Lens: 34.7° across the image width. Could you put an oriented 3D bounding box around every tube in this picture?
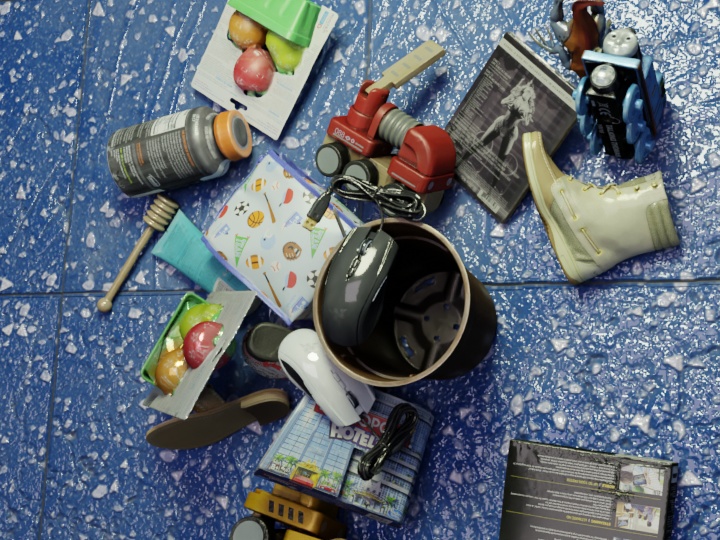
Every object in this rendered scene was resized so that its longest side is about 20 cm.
[{"bbox_3d":[-0.223,-0.007,1.663,0.200,0.050,0.078,37,92,30],"label":"tube"}]

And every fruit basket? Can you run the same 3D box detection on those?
[{"bbox_3d":[-0.140,-0.318,1.676,0.185,0.094,0.200,33,109,26],"label":"fruit basket"},{"bbox_3d":[-0.209,0.110,1.523,0.200,0.094,0.186,3,61,60],"label":"fruit basket"}]

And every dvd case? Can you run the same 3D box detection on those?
[{"bbox_3d":[0.189,-0.184,1.493,0.149,0.016,0.200,47,122,24],"label":"dvd case"}]

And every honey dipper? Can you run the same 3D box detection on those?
[{"bbox_3d":[-0.339,-0.023,1.720,0.038,0.038,0.200,37,97,25],"label":"honey dipper"}]

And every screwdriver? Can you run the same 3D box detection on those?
[{"bbox_3d":[0.000,0.000,1.496,0.029,0.200,0.028,18,50,37],"label":"screwdriver"}]

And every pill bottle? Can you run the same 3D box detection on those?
[{"bbox_3d":[-0.259,-0.176,1.676,0.199,0.106,0.107,-12,75,21],"label":"pill bottle"}]

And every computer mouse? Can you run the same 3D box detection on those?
[{"bbox_3d":[-0.022,0.150,1.408,0.200,0.044,0.110,46,68,6],"label":"computer mouse"},{"bbox_3d":[-0.021,-0.020,1.356,0.140,0.046,0.201,24,90,24],"label":"computer mouse"}]

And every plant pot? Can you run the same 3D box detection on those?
[{"bbox_3d":[0.071,0.052,1.436,0.200,0.198,0.201,-4,79,22],"label":"plant pot"}]

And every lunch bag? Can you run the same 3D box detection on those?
[{"bbox_3d":[-0.100,-0.046,1.573,0.200,0.124,0.170,39,95,15],"label":"lunch bag"}]

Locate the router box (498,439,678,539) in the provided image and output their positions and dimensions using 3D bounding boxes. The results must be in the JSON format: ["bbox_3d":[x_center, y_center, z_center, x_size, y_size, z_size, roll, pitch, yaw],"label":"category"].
[{"bbox_3d":[0.270,0.290,1.382,0.199,0.051,0.150,5,84,25],"label":"router box"}]

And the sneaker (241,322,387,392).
[{"bbox_3d":[-0.066,0.126,1.555,0.201,0.108,0.067,21,75,-10],"label":"sneaker"}]

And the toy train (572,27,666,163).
[{"bbox_3d":[0.313,-0.210,1.385,0.086,0.200,0.115,14,75,25],"label":"toy train"}]

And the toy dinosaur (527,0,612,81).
[{"bbox_3d":[0.260,-0.273,1.424,0.105,0.200,0.182,-7,119,14],"label":"toy dinosaur"}]

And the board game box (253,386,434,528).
[{"bbox_3d":[-0.007,0.195,1.453,0.199,0.062,0.200,21,68,-6],"label":"board game box"}]

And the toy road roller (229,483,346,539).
[{"bbox_3d":[-0.059,0.329,1.485,0.199,0.123,0.146,14,75,26],"label":"toy road roller"}]

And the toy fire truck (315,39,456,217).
[{"bbox_3d":[0.060,-0.194,1.523,0.176,0.129,0.200,34,118,26],"label":"toy fire truck"}]

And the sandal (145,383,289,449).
[{"bbox_3d":[-0.198,0.189,1.610,0.211,0.078,0.070,-17,50,13],"label":"sandal"}]

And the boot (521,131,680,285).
[{"bbox_3d":[0.294,-0.098,1.416,0.154,0.072,0.201,-21,97,17],"label":"boot"}]
